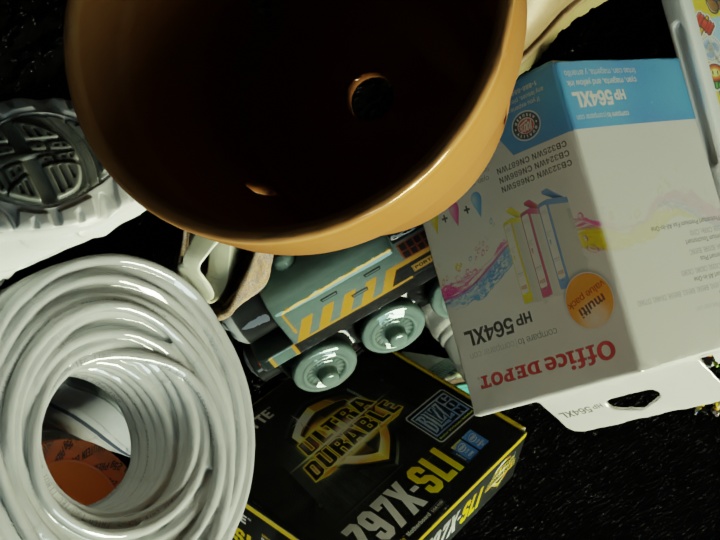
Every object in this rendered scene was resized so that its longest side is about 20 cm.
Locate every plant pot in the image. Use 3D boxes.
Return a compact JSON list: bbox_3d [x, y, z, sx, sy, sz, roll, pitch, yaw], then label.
[{"bbox_3d":[-0.013,-0.098,0.651,0.200,0.201,0.140,-34,161,10],"label":"plant pot"}]

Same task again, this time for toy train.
[{"bbox_3d":[0.000,0.000,0.941,0.199,0.085,0.114,-29,139,6],"label":"toy train"}]

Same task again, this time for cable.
[{"bbox_3d":[-0.145,0.094,0.792,0.069,0.200,0.200,-15,-151,47],"label":"cable"}]

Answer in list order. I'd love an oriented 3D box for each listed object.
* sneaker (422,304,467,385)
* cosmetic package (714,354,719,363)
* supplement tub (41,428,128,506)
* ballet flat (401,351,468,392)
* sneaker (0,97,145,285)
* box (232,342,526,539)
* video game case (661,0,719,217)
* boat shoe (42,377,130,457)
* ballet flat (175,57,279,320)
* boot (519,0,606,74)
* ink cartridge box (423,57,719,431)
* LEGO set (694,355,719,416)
[{"bbox_3d":[0.133,0.049,1.099,0.199,0.116,0.074,-5,142,-40],"label":"sneaker"},{"bbox_3d":[0.305,0.007,1.190,0.199,0.113,0.081,-18,151,-24],"label":"cosmetic package"},{"bbox_3d":[-0.220,0.167,0.895,0.122,0.123,0.200,-5,170,-37],"label":"supplement tub"},{"bbox_3d":[0.030,0.105,1.133,0.199,0.071,0.069,-21,141,-36],"label":"ballet flat"},{"bbox_3d":[-0.195,-0.024,0.737,0.199,0.078,0.099,-16,159,-7],"label":"sneaker"},{"bbox_3d":[-0.003,0.135,0.994,0.200,0.159,0.050,-35,148,-44],"label":"box"},{"bbox_3d":[0.283,-0.124,0.892,0.199,0.183,0.023,-13,178,-26],"label":"video game case"},{"bbox_3d":[-0.182,0.073,0.917,0.066,0.074,0.200,-14,150,16],"label":"boat shoe"},{"bbox_3d":[-0.073,-0.034,0.808,0.067,0.068,0.200,-48,162,-33],"label":"ballet flat"},{"bbox_3d":[0.080,-0.193,0.710,0.175,0.066,0.200,-38,154,-9],"label":"boot"},{"bbox_3d":[0.131,-0.007,0.841,0.125,0.201,0.128,-8,170,-45],"label":"ink cartridge box"},{"bbox_3d":[0.245,0.032,0.973,0.199,0.154,0.116,8,129,-40],"label":"LEGO set"}]
